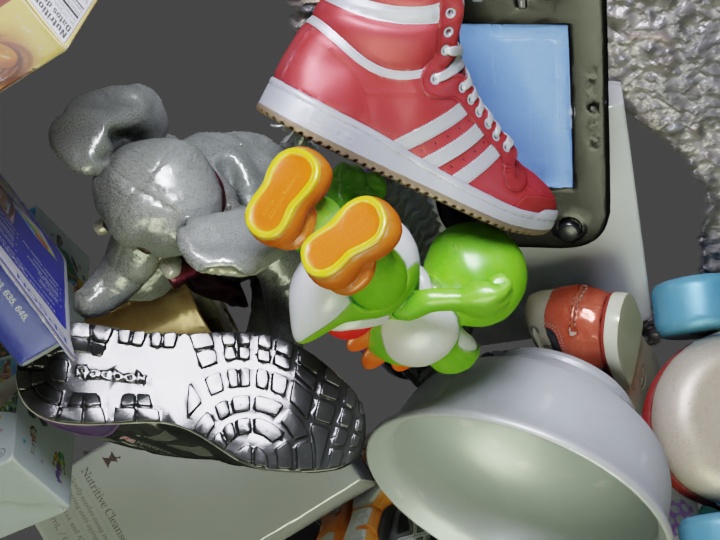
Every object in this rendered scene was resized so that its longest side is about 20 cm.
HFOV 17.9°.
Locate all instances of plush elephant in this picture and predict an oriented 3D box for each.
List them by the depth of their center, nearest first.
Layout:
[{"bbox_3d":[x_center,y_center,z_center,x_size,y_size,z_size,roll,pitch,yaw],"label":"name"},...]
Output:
[{"bbox_3d":[-0.103,-0.025,1.326,0.155,0.165,0.200,-9,133,-51],"label":"plush elephant"}]

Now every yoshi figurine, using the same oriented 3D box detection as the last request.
[{"bbox_3d":[0.029,-0.008,1.272,0.112,0.112,0.200,-9,155,25],"label":"yoshi figurine"}]

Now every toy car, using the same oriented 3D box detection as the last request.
[{"bbox_3d":[0.258,0.108,1.520,0.177,0.184,0.200,-4,169,-10],"label":"toy car"}]

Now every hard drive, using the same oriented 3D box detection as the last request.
[{"bbox_3d":[0.109,-0.032,1.433,0.132,0.027,0.200,-8,137,6],"label":"hard drive"}]

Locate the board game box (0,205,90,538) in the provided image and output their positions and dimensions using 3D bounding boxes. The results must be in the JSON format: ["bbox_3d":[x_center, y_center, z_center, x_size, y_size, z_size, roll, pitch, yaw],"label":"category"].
[{"bbox_3d":[-0.247,0.075,1.408,0.147,0.200,0.064,-23,134,21],"label":"board game box"}]

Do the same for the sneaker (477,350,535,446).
[{"bbox_3d":[0.092,0.147,1.586,0.074,0.088,0.200,0,138,-2],"label":"sneaker"}]

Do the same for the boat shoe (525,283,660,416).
[{"bbox_3d":[0.155,0.072,1.484,0.063,0.071,0.200,4,150,19],"label":"boat shoe"}]

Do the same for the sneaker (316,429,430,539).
[{"bbox_3d":[0.018,0.175,1.535,0.078,0.200,0.077,-22,121,42],"label":"sneaker"}]

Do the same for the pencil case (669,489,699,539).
[{"bbox_3d":[0.199,0.191,1.561,0.083,0.200,0.091,-26,140,16],"label":"pencil case"}]

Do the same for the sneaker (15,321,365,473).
[{"bbox_3d":[-0.095,0.075,1.317,0.200,0.076,0.088,12,164,2],"label":"sneaker"}]

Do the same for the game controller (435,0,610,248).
[{"bbox_3d":[0.091,-0.098,1.319,0.104,0.042,0.200,-3,124,3],"label":"game controller"}]

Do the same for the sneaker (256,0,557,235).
[{"bbox_3d":[0.049,-0.098,1.270,0.200,0.071,0.113,23,95,-32],"label":"sneaker"}]

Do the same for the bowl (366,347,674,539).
[{"bbox_3d":[0.112,0.112,1.422,0.201,0.090,0.201,19,149,12],"label":"bowl"}]

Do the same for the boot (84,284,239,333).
[{"bbox_3d":[-0.168,0.087,1.526,0.200,0.066,0.175,-21,149,10],"label":"boot"}]

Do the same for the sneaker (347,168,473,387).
[{"bbox_3d":[0.000,0.001,1.414,0.099,0.070,0.200,27,155,29],"label":"sneaker"}]

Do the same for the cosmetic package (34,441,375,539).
[{"bbox_3d":[-0.103,0.142,1.489,0.200,0.113,0.081,-33,170,5],"label":"cosmetic package"}]

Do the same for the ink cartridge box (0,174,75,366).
[{"bbox_3d":[-0.229,-0.044,1.237,0.047,0.200,0.198,-34,107,3],"label":"ink cartridge box"}]

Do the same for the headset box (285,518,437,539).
[{"bbox_3d":[-0.001,0.244,1.579,0.200,0.174,0.093,-30,151,-34],"label":"headset box"}]

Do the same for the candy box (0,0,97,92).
[{"bbox_3d":[-0.178,-0.149,1.157,0.117,0.200,0.056,-28,112,27],"label":"candy box"}]

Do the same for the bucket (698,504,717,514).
[{"bbox_3d":[0.331,0.217,1.596,0.135,0.207,0.207,34,127,-26],"label":"bucket"}]
